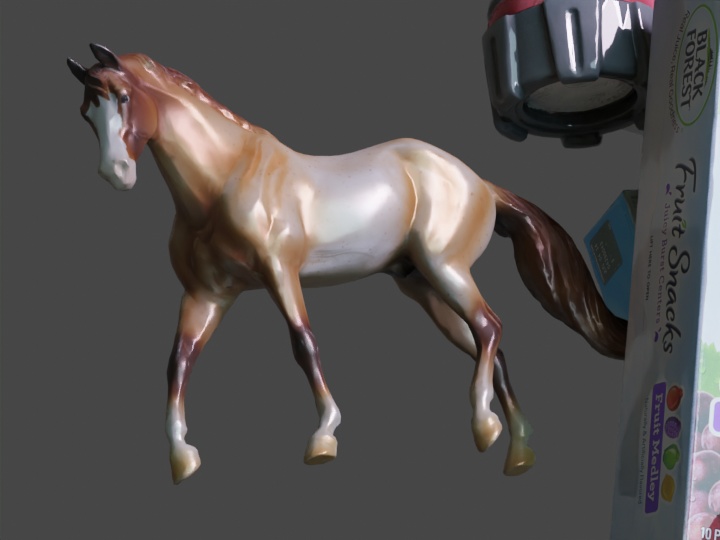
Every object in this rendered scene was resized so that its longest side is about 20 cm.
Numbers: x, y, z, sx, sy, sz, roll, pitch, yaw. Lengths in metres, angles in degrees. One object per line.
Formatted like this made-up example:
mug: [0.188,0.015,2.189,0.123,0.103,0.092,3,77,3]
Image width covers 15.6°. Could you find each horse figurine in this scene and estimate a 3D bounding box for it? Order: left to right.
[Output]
horse figurine: [0.000,0.000,0.848,0.200,0.050,0.133,1,68,-31]

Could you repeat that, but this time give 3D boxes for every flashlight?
flashlight: [0.070,-0.147,0.949,0.068,0.068,0.201,19,58,-48]

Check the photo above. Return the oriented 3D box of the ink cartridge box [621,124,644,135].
ink cartridge box: [0.188,-0.114,1.007,0.200,0.083,0.147,12,68,-33]

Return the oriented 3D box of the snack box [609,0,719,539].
snack box: [0.160,0.012,0.869,0.142,0.053,0.201,13,73,-23]

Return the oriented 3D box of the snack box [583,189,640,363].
snack box: [0.188,0.025,0.949,0.199,0.037,0.116,-2,60,-26]
